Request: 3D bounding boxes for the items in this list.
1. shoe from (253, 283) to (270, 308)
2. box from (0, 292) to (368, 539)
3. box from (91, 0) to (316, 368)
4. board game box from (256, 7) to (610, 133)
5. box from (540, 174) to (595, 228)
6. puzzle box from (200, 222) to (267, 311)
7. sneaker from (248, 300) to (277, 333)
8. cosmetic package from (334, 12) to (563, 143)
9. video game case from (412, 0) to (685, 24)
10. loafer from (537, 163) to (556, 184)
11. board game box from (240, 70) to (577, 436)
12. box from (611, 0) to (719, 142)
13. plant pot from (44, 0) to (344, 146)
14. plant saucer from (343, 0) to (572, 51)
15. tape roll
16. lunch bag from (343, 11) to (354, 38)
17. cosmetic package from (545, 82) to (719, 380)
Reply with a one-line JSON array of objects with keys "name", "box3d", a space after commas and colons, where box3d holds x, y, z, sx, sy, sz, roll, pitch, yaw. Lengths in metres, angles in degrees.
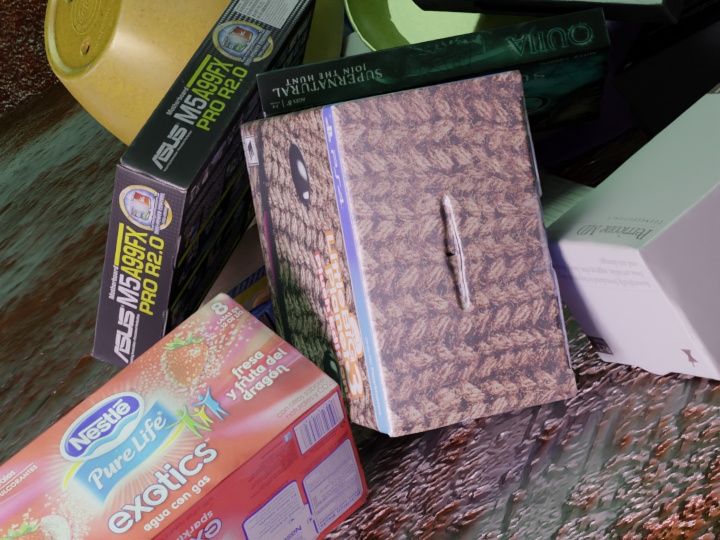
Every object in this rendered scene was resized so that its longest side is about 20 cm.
[{"name": "shoe", "box3d": [0.000, 0.000, 1.368, 0.053, 0.070, 0.200, -48, 16, -32]}, {"name": "box", "box3d": [-0.103, 0.121, 1.071, 0.200, 0.103, 0.095, -39, 53, -19]}, {"name": "box", "box3d": [-0.092, -0.058, 1.279, 0.161, 0.044, 0.200, 105, -170, -46]}, {"name": "board game box", "box3d": [0.044, -0.100, 1.266, 0.199, 0.028, 0.135, -11, -15, 1]}, {"name": "box", "box3d": [0.131, -0.018, 1.205, 0.041, 0.039, 0.200, -34, 14, -8]}, {"name": "puzzle box", "box3d": [-0.067, 0.002, 1.460, 0.133, 0.025, 0.200, -37, -8, -16]}, {"name": "sneaker", "box3d": [-0.040, 0.040, 1.278, 0.199, 0.076, 0.078, -21, 17, 26]}, {"name": "cosmetic package", "box3d": [0.028, -0.107, 1.443, 0.107, 0.085, 0.200, 13, -24, -40]}, {"name": "video game case", "box3d": [0.135, -0.241, 1.272, 0.180, 0.025, 0.201, 9, 71, 38]}, {"name": "loafer", "box3d": [0.062, -0.031, 1.389, 0.200, 0.063, 0.072, -16, 55, 59]}, {"name": "board game box", "box3d": [0.019, -0.010, 1.104, 0.096, 0.160, 0.200, -11, 4, -15]}, {"name": "box", "box3d": [0.261, -0.149, 1.271, 0.199, 0.079, 0.141, -27, 11, 27]}, {"name": "plant pot", "box3d": [-0.126, -0.162, 1.450, 0.142, 0.201, 0.200, 13, -20, -38]}, {"name": "plant saucer", "box3d": [0.080, -0.203, 1.326, 0.199, 0.031, 0.201, -16, 57, 27]}, {"name": "tape roll", "box3d": [0.169, -0.152, 1.515, 0.200, 0.066, 0.200, -31, 14, 8]}, {"name": "lunch bag", "box3d": [-0.015, -0.149, 1.598, 0.170, 0.200, 0.124, -26, 58, 35]}, {"name": "cosmetic package", "box3d": [0.194, -0.039, 1.050, 0.200, 0.081, 0.113, -38, 16, -20]}]
